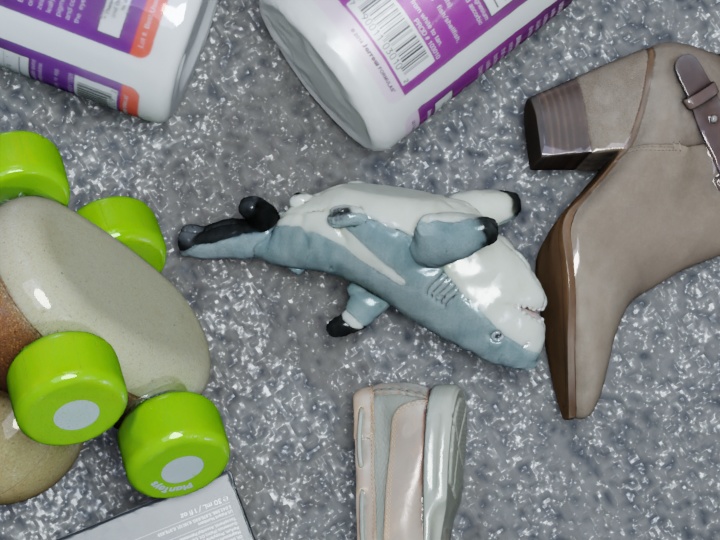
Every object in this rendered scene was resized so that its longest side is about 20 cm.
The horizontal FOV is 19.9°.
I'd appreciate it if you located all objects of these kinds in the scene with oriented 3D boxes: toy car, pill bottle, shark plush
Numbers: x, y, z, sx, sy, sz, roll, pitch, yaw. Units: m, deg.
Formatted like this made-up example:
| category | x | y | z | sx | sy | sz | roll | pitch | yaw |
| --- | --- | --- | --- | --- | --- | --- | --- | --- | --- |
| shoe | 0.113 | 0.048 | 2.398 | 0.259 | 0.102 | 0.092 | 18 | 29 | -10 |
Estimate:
| category | x | y | z | sx | sy | sz | roll | pitch | yaw |
| --- | --- | --- | --- | --- | --- | --- | --- | --- | --- |
| toy car | -0.190 | 0.063 | 1.053 | 0.199 | 0.158 | 0.165 | -36 | 50 | 17 |
| pill bottle | -0.177 | -0.163 | 1.093 | 0.199 | 0.111 | 0.112 | 21 | 82 | -1 |
| shark plush | 0.000 | 0.000 | 1.087 | 0.198 | 0.091 | 0.084 | 5 | 104 | 0 |
| pill bottle | 0.052 | -0.166 | 1.109 | 0.200 | 0.112 | 0.112 | -39 | 87 | -8 |

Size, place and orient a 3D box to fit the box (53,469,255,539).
| category | x | y | z | sx | sy | sz | roll | pitch | yaw |
| --- | --- | --- | --- | --- | --- | --- | --- | --- | --- |
| box | -0.135 | 0.206 | 1.066 | 0.199 | 0.079 | 0.142 | -21 | 83 | -7 |

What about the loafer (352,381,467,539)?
| category | x | y | z | sx | sy | sz | roll | pitch | yaw |
| --- | --- | --- | --- | --- | --- | --- | --- | --- | --- |
| loafer | 0.016 | 0.158 | 1.095 | 0.062 | 0.072 | 0.202 | 4 | 76 | 13 |

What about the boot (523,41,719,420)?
| category | x | y | z | sx | sy | sz | roll | pitch | yaw |
| --- | --- | --- | --- | --- | --- | --- | --- | --- | --- |
| boot | 0.169 | -0.025 | 1.124 | 0.145 | 0.070 | 0.202 | -5 | 89 | -11 |
